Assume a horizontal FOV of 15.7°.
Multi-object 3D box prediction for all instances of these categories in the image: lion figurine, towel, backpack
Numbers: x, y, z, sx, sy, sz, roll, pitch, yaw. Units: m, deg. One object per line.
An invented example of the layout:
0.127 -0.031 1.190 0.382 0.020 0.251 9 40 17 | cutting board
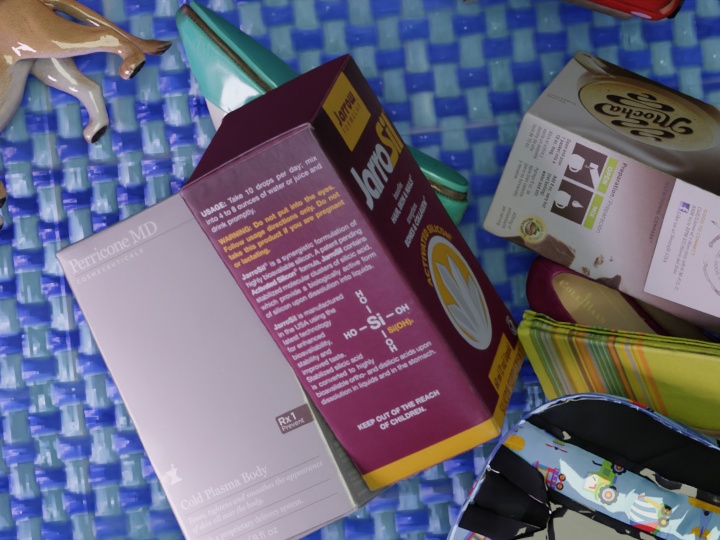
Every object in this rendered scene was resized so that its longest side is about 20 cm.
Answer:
-0.215 -0.100 1.472 0.122 0.072 0.200 44 72 10 | lion figurine
0.187 0.061 1.412 0.200 0.086 0.018 8 61 24 | towel
0.145 0.166 1.434 0.200 0.135 0.183 28 87 -2 | backpack

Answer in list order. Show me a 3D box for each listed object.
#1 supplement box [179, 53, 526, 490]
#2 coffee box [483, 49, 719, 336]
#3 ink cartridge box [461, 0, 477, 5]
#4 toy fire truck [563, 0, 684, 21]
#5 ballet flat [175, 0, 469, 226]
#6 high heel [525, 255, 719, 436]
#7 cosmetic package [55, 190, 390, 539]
0.000 0.000 1.405 0.086 0.110 0.200 -26 107 22 | supplement box
0.183 -0.033 1.429 0.200 0.113 0.080 25 119 11 | coffee box
0.119 -0.258 1.478 0.200 0.083 0.145 -25 90 -4 | ink cartridge box
0.170 -0.220 1.339 0.129 0.200 0.176 18 89 -4 | toy fire truck
-0.035 -0.071 1.475 0.200 0.067 0.070 34 103 1 | ballet flat
0.174 0.058 1.458 0.200 0.096 0.067 32 94 1 | high heel
-0.072 0.053 1.442 0.107 0.090 0.200 -27 91 20 | cosmetic package
